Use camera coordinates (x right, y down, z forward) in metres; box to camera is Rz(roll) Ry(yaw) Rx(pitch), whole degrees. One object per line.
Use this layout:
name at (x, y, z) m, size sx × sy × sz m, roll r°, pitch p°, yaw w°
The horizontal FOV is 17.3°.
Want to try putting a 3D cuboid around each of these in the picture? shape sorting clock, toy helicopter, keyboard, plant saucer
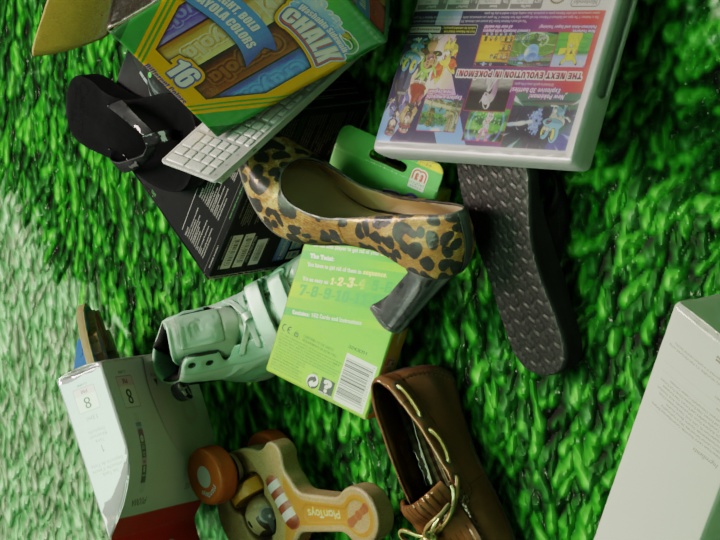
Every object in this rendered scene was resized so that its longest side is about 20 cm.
shape sorting clock at (-0.199, 0.121, 1.988) m, size 0.200 × 0.039 × 0.200 m, roll -23°, pitch -90°, yaw -90°
toy helicopter at (-0.046, 0.197, 1.850) m, size 0.200 × 0.079 × 0.132 m, roll -3°, pitch 97°, yaw 49°
keyboard at (-0.059, -0.131, 1.711) m, size 0.056 × 0.200 × 0.011 m, roll 25°, pitch 145°, yaw 33°
plant saucer at (-0.175, -0.277, 1.859) m, size 0.048 × 0.200 × 0.200 m, roll 27°, pitch 126°, yaw 3°

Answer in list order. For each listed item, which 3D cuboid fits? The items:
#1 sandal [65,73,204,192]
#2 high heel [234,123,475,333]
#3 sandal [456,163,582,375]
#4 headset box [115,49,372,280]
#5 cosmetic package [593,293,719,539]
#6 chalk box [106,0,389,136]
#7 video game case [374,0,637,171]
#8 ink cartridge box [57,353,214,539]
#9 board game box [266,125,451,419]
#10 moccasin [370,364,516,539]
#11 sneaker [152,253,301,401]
sandal at (-0.178, -0.105, 1.829) m, size 0.200 × 0.043 × 0.076 m, roll 17°, pitch 111°, yaw 50°
high heel at (-0.004, -0.062, 1.662) m, size 0.200 × 0.071 × 0.143 m, roll 46°, pitch 143°, yaw 6°
sandal at (0.115, -0.028, 1.630) m, size 0.075 × 0.048 × 0.201 m, roll 4°, pitch 113°, yaw 50°
headset box at (-0.105, -0.126, 1.841) m, size 0.200 × 0.093 × 0.174 m, roll 52°, pitch 134°, yaw 32°
cosmetic package at (0.227, 0.117, 1.462) m, size 0.085 × 0.108 × 0.200 m, roll 42°, pitch 127°, yaw 39°
chalk box at (-0.057, -0.210, 1.645) m, size 0.200 × 0.124 × 0.125 m, roll -25°, pitch 38°, yaw 27°
video game case at (0.102, -0.158, 1.573) m, size 0.200 × 0.023 × 0.182 m, roll 8°, pitch 78°, yaw 50°
ink cartridge box at (-0.157, 0.167, 1.874) m, size 0.057 × 0.163 × 0.200 m, roll -24°, pitch 83°, yaw 19°
board game box at (0.000, 0.000, 1.746) m, size 0.095 × 0.030 × 0.200 m, roll 25°, pitch 109°, yaw 28°
moccasin at (0.058, 0.166, 1.708) m, size 0.074 × 0.078 × 0.202 m, roll -24°, pitch 78°, yaw 49°
sneaker at (-0.084, 0.041, 1.830) m, size 0.200 × 0.118 × 0.074 m, roll -41°, pitch 64°, yaw 46°
